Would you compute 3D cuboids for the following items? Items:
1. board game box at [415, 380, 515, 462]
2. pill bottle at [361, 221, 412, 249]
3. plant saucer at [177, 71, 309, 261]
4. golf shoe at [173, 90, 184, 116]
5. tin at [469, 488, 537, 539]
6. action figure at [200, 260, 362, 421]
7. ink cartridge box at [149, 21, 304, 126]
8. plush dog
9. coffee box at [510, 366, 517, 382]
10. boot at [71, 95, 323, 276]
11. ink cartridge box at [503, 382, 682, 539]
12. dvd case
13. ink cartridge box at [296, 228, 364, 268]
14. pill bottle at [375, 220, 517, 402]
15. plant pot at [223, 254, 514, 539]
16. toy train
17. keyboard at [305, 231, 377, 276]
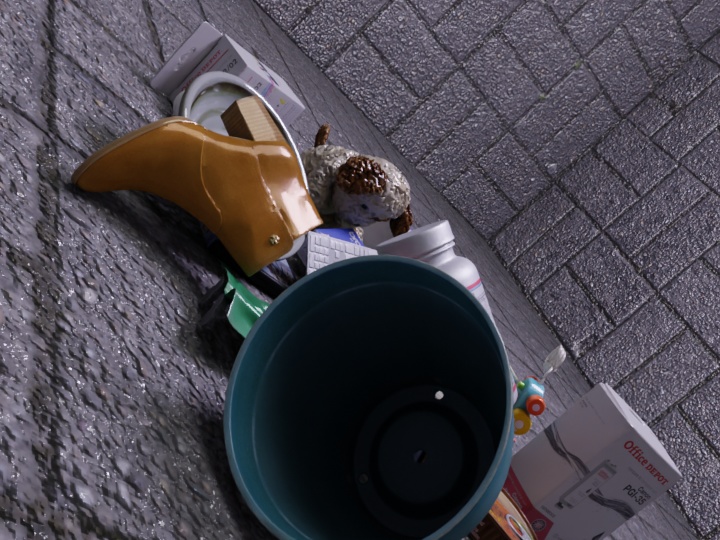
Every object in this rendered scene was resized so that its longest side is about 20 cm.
[{"bbox_3d":[0.053,0.123,0.780,0.201,0.046,0.153,55,-29,25],"label":"board game box"},{"bbox_3d":[0.060,-0.007,1.245,0.199,0.112,0.113,34,18,-51],"label":"pill bottle"},{"bbox_3d":[-0.128,-0.101,0.830,0.199,0.049,0.204,38,42,-44],"label":"plant saucer"},{"bbox_3d":[-0.163,-0.163,0.959,0.199,0.076,0.091,40,5,22],"label":"golf shoe"},{"bbox_3d":[0.122,0.244,0.890,0.201,0.042,0.112,49,16,3],"label":"tin"},{"bbox_3d":[-0.054,0.082,0.711,0.199,0.055,0.119,42,12,-23],"label":"action figure"},{"bbox_3d":[-0.175,-0.234,1.084,0.068,0.115,0.199,52,13,23],"label":"ink cartridge box"},{"bbox_3d":[-0.009,-0.110,1.075,0.169,0.164,0.199,12,-11,33],"label":"plush dog"},{"bbox_3d":[0.118,0.110,1.001,0.125,0.043,0.200,62,-17,12],"label":"coffee box"},{"bbox_3d":[-0.131,-0.059,0.697,0.070,0.199,0.146,-25,-88,58],"label":"boot"},{"bbox_3d":[0.276,0.258,1.001,0.146,0.200,0.083,40,14,-32],"label":"ink cartridge box"},{"bbox_3d":[-0.137,-0.052,0.905,0.142,0.017,0.201,39,15,-43],"label":"dvd case"},{"bbox_3d":[0.006,0.041,0.992,0.202,0.044,0.093,57,27,14],"label":"ink cartridge box"},{"bbox_3d":[0.085,0.057,0.843,0.109,0.107,0.204,-39,110,-78],"label":"pill bottle"},{"bbox_3d":[0.025,0.121,0.600,0.202,0.198,0.188,55,0,30],"label":"plant pot"},{"bbox_3d":[0.183,0.162,1.049,0.055,0.200,0.152,31,57,-3],"label":"toy train"},{"bbox_3d":[0.000,0.000,0.938,0.198,0.010,0.058,14,80,-54],"label":"keyboard"}]
